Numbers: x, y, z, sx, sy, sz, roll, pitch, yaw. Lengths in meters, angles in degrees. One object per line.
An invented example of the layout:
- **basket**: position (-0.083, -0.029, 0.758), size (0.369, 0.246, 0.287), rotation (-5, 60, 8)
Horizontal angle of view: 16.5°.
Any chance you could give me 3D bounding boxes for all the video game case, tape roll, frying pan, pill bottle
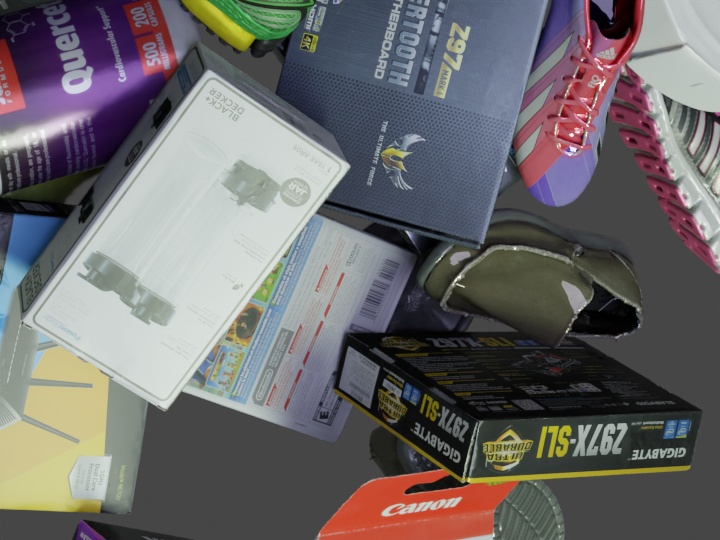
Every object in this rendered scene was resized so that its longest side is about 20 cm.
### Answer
- **video game case**: position (-0.068, 0.022, 1.664), size (0.199, 0.018, 0.144), rotation (22, 95, -34)
- **tape roll**: position (0.257, -0.210, 1.694), size (0.201, 0.071, 0.204), rotation (3, 85, -31)
- **frying pan**: position (0.013, -0.011, 1.732), size (0.115, 0.031, 0.190), rotation (-43, 115, -6)
- **pill bottle**: position (-0.201, -0.115, 1.584), size (0.199, 0.112, 0.113), rotation (-17, 110, -14)

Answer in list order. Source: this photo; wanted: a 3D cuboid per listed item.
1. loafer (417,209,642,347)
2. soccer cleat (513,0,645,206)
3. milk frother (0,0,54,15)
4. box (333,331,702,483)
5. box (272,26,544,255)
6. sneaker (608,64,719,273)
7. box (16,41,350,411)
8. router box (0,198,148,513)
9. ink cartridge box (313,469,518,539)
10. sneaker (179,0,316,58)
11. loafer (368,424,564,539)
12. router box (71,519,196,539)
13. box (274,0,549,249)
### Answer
- **loafer**: position (0.126, 0.009, 1.705), size (0.199, 0.070, 0.075), rotation (3, 133, -40)
- **soccer cleat**: position (0.146, -0.132, 1.631), size (0.066, 0.077, 0.201), rotation (6, 109, -17)
- **milk frother**: position (-0.287, -0.246, 1.520), size (0.187, 0.201, 0.181), rotation (-16, 137, 1)
- **box**: position (0.108, 0.089, 1.691), size (0.199, 0.159, 0.050), rotation (0, 108, -36)
- **box**: position (0.044, -0.137, 1.682), size (0.159, 0.046, 0.201), rotation (-37, 105, -5)
- **sneaker**: position (0.240, -0.099, 1.759), size (0.087, 0.074, 0.201), rotation (-35, 114, -11)
- **box**: position (-0.113, -0.027, 1.554), size (0.116, 0.060, 0.200), rotation (32, 102, -22)
- **router box**: position (-0.213, 0.056, 1.650), size (0.148, 0.051, 0.202), rotation (4, 104, -23)
- **ink cartridge box**: position (0.027, 0.206, 1.686), size (0.161, 0.050, 0.200), rotation (-4, 146, -39)
- **sneaker**: position (-0.106, -0.221, 1.539), size (0.199, 0.078, 0.085), rotation (33, 132, -23)
- **loafer**: position (0.077, 0.160, 1.785), size (0.200, 0.069, 0.075), rotation (48, 62, -34)
- **router box**: position (-0.130, 0.262, 1.715), size (0.199, 0.051, 0.150), rotation (17, 99, -41)
- **box**: position (0.030, -0.130, 1.609), size (0.157, 0.051, 0.201), rotation (16, 93, 0)
